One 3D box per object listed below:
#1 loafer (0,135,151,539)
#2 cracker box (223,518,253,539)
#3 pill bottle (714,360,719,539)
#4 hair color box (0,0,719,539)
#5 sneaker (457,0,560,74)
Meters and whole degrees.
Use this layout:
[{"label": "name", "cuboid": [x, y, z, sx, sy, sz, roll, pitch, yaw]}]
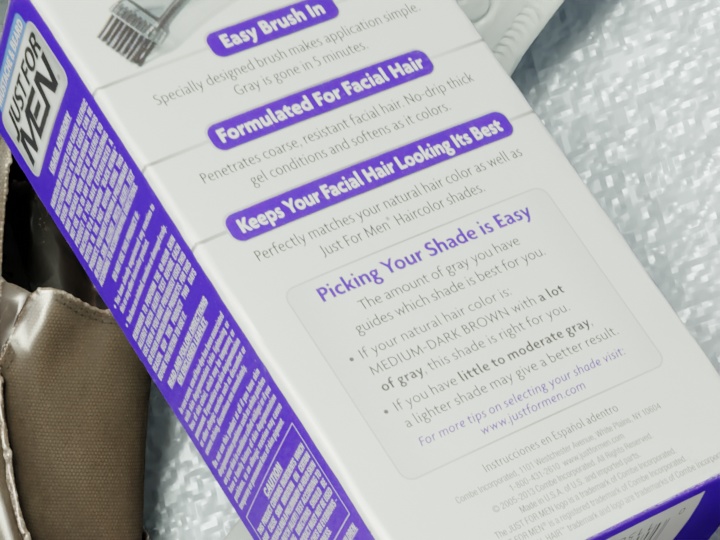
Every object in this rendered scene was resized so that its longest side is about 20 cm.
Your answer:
[{"label": "loafer", "cuboid": [-0.096, 0.033, 0.875, 0.071, 0.073, 0.201, -24, 80, 24]}, {"label": "cracker box", "cuboid": [-0.014, 0.157, 0.827, 0.134, 0.058, 0.200, 37, 90, 29]}, {"label": "pill bottle", "cuboid": [0.184, 0.059, 0.705, 0.200, 0.113, 0.113, 21, 81, 54]}, {"label": "hair color box", "cuboid": [0.000, 0.000, 0.751, 0.109, 0.065, 0.201, -22, 68, -29]}, {"label": "sneaker", "cuboid": [-0.011, -0.107, 0.906, 0.200, 0.080, 0.147, -47, 46, 14]}]
